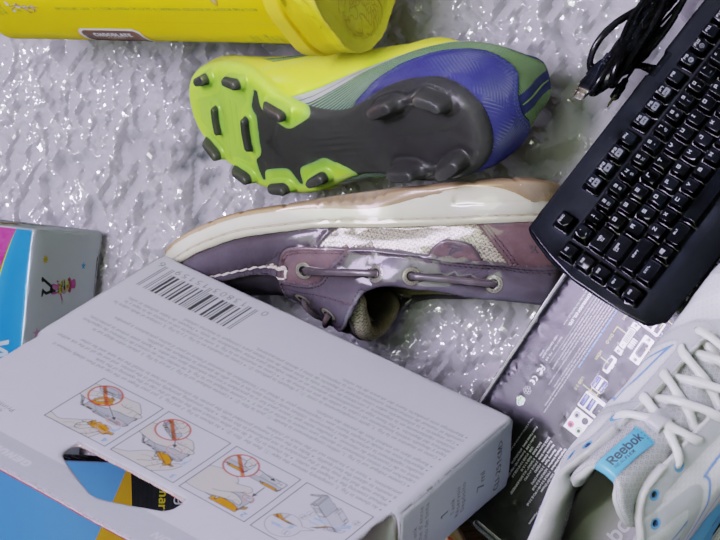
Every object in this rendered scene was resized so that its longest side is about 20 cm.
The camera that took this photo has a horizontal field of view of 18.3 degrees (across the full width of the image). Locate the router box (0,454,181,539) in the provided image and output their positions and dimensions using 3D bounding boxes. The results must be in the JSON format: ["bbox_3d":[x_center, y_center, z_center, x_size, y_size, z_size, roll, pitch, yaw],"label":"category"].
[{"bbox_3d":[-0.154,0.186,1.058,0.051,0.149,0.201,4,90,63],"label":"router box"}]

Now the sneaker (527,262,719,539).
[{"bbox_3d":[0.128,0.068,0.903,0.075,0.087,0.201,36,101,25],"label":"sneaker"}]

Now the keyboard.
[{"bbox_3d":[0.141,-0.080,0.940,0.104,0.040,0.200,32,77,26],"label":"keyboard"}]

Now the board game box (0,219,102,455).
[{"bbox_3d":[-0.237,0.042,1.154,0.199,0.064,0.148,6,91,27],"label":"board game box"}]

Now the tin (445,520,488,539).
[{"bbox_3d":[0.028,0.179,1.028,0.112,0.042,0.201,-35,73,25],"label":"tin"}]

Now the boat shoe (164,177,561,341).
[{"bbox_3d":[0.000,0.000,1.032,0.199,0.072,0.065,-9,81,22],"label":"boat shoe"}]

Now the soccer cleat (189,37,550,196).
[{"bbox_3d":[0.002,-0.076,1.044,0.200,0.084,0.065,6,119,44],"label":"soccer cleat"}]

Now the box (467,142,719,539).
[{"bbox_3d":[0.145,0.061,0.968,0.159,0.049,0.200,37,103,21],"label":"box"}]

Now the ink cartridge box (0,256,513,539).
[{"bbox_3d":[-0.063,0.077,0.953,0.199,0.173,0.044,24,128,28],"label":"ink cartridge box"}]

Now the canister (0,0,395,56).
[{"bbox_3d":[-0.078,-0.176,1.055,0.199,0.087,0.149,4,65,29],"label":"canister"}]
